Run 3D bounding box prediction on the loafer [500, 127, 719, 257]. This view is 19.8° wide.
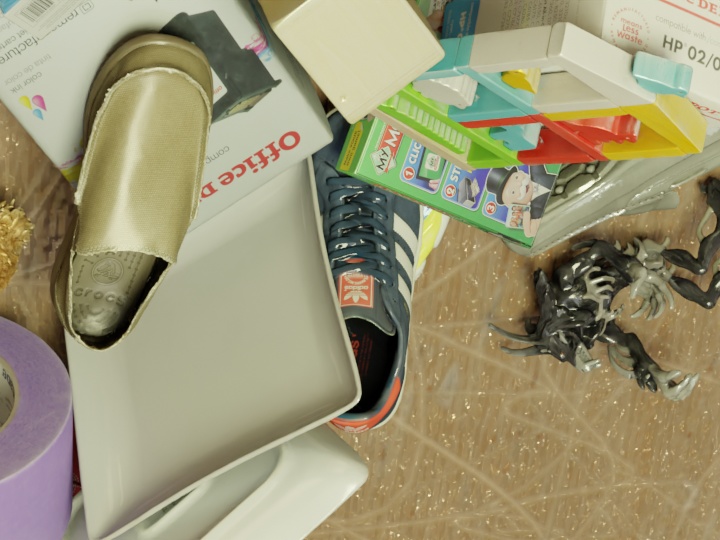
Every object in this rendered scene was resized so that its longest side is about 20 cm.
[{"bbox_3d":[0.182,-0.063,1.338,0.199,0.070,0.070,-31,118,5],"label":"loafer"}]

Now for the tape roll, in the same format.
[{"bbox_3d":[-0.272,0.108,1.234,0.199,0.200,0.085,-4,125,-15],"label":"tape roll"}]

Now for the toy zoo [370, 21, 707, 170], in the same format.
[{"bbox_3d":[0.093,-0.091,1.102,0.131,0.199,0.021,27,70,-43],"label":"toy zoo"}]

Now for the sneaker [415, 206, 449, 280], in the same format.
[{"bbox_3d":[-0.028,-0.012,1.305,0.105,0.076,0.200,26,114,-29],"label":"sneaker"}]

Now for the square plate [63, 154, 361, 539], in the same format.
[{"bbox_3d":[-0.090,0.042,1.225,0.198,0.201,0.028,-29,141,21],"label":"square plate"}]

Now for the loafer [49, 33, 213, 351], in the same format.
[{"bbox_3d":[-0.125,-0.037,1.157,0.076,0.068,0.201,5,123,-19],"label":"loafer"}]

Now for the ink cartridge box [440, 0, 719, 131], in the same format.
[{"bbox_3d":[0.142,-0.121,1.131,0.115,0.200,0.068,17,74,-29],"label":"ink cartridge box"}]

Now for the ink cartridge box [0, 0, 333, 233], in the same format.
[{"bbox_3d":[-0.128,-0.124,1.191,0.145,0.083,0.200,-32,126,6],"label":"ink cartridge box"}]

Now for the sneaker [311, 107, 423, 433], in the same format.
[{"bbox_3d":[0.000,0.000,1.235,0.075,0.085,0.201,-3,94,6],"label":"sneaker"}]

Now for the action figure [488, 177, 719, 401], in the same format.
[{"bbox_3d":[0.190,0.021,1.380,0.199,0.102,0.119,-29,138,2],"label":"action figure"}]

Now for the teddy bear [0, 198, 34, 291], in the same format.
[{"bbox_3d":[-0.295,-0.025,1.218,0.145,0.067,0.200,-40,125,14],"label":"teddy bear"}]

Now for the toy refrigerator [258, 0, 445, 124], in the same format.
[{"bbox_3d":[-0.025,-0.166,1.119,0.070,0.200,0.076,-35,125,9],"label":"toy refrigerator"}]

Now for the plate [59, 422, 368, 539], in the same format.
[{"bbox_3d":[-0.107,0.140,1.224,0.200,0.200,0.032,-41,117,-5],"label":"plate"}]

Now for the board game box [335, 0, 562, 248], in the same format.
[{"bbox_3d":[0.079,-0.130,1.231,0.134,0.029,0.201,21,88,-28],"label":"board game box"}]

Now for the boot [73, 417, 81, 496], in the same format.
[{"bbox_3d":[-0.164,0.173,1.347,0.072,0.144,0.201,2,122,-16],"label":"boot"}]

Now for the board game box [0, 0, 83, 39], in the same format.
[{"bbox_3d":[-0.131,-0.236,1.080,0.200,0.135,0.034,-39,149,12],"label":"board game box"}]
